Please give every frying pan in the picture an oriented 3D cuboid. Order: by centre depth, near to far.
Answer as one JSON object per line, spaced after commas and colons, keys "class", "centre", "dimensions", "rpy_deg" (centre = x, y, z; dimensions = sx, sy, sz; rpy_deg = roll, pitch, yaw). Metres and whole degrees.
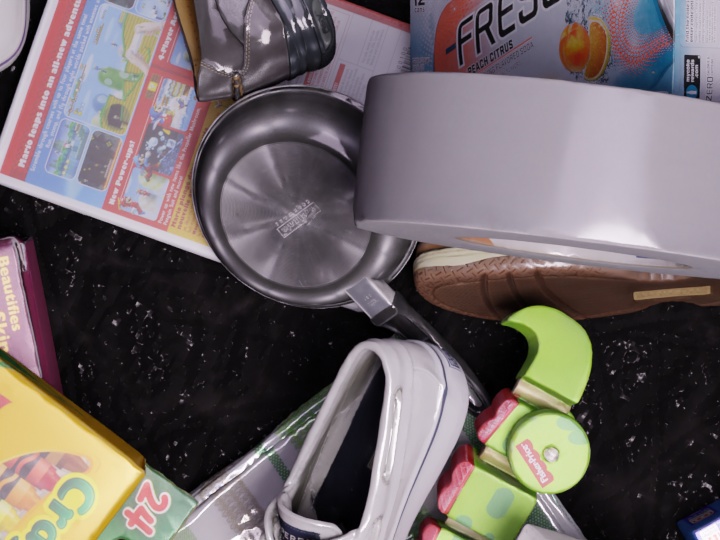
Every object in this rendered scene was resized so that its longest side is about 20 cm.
{"class": "frying pan", "centre": [-0.016, 0.002, 1.259], "dimensions": [0.114, 0.031, 0.191], "rpy_deg": [-11, 110, 18]}

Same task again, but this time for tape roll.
{"class": "tape roll", "centre": [0.097, -0.039, 1.149], "dimensions": [0.199, 0.200, 0.067], "rpy_deg": [7, 88, -4]}

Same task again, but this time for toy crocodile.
{"class": "toy crocodile", "centre": [0.059, 0.113, 1.255], "dimensions": [0.061, 0.068, 0.201], "rpy_deg": [26, 95, -4]}

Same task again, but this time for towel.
{"class": "towel", "centre": [-0.004, 0.141, 1.299], "dimensions": [0.200, 0.031, 0.150], "rpy_deg": [-37, 93, -3]}

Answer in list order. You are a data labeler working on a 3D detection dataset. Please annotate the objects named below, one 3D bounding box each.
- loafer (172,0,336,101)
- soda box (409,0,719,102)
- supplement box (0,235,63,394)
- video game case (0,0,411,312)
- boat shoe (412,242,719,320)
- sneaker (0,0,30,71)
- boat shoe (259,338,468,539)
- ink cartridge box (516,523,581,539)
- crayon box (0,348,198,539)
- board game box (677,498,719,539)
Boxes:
{"class": "loafer", "centre": [-0.087, -0.175, 1.253], "dimensions": [0.072, 0.073, 0.201], "rpy_deg": [-27, 79, -13]}
{"class": "soda box", "centre": [0.104, -0.105, 1.214], "dimensions": [0.068, 0.199, 0.064], "rpy_deg": [-2, 93, -35]}
{"class": "supplement box", "centre": [-0.243, 0.064, 1.243], "dimensions": [0.199, 0.103, 0.132], "rpy_deg": [-10, 93, -4]}
{"class": "video game case", "centre": [-0.067, -0.079, 1.296], "dimensions": [0.199, 0.017, 0.144], "rpy_deg": [20, 90, -5]}
{"class": "boat shoe", "centre": [0.125, -0.022, 1.294], "dimensions": [0.201, 0.075, 0.075], "rpy_deg": [-2, 67, -2]}
{"class": "sneaker", "centre": [-0.214, -0.188, 1.236], "dimensions": [0.072, 0.114, 0.202], "rpy_deg": [-22, 94, -5]}
{"class": "boat shoe", "centre": [-0.018, 0.123, 1.239], "dimensions": [0.065, 0.073, 0.201], "rpy_deg": [15, 96, -49]}
{"class": "ink cartridge box", "centre": [0.138, 0.205, 1.233], "dimensions": [0.199, 0.067, 0.117], "rpy_deg": [21, 101, -36]}
{"class": "crayon box", "centre": [-0.185, 0.095, 1.172], "dimensions": [0.200, 0.051, 0.127], "rpy_deg": [37, 90, -6]}
{"class": "board game box", "centre": [0.273, 0.179, 1.313], "dimensions": [0.151, 0.045, 0.201], "rpy_deg": [-29, 94, -3]}
